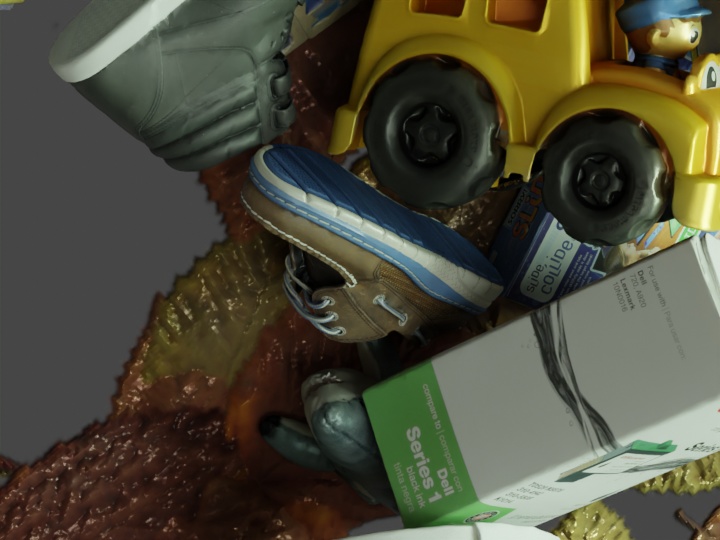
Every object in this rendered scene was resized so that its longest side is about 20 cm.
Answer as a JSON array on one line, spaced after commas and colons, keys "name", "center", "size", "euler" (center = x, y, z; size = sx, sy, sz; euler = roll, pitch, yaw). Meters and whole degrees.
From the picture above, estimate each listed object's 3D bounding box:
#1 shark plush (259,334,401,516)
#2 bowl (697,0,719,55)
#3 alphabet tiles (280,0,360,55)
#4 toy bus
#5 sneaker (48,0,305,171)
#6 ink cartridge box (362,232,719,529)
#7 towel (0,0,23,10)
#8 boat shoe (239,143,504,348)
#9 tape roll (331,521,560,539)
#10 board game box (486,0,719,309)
[{"name": "shark plush", "center": [0.022, 0.124, 0.963], "size": [0.091, 0.083, 0.201], "euler": [-35, 121, -8]}, {"name": "bowl", "center": [0.219, -0.175, 0.856], "size": [0.074, 0.200, 0.202], "euler": [-2, 91, -6]}, {"name": "alphabet tiles", "center": [-0.060, -0.202, 0.836], "size": [0.166, 0.006, 0.201], "euler": [-37, 121, -6]}, {"name": "toy bus", "center": [0.101, -0.120, 0.833], "size": [0.136, 0.198, 0.194], "euler": [-15, 118, -67]}, {"name": "sneaker", "center": [-0.045, -0.128, 0.833], "size": [0.199, 0.071, 0.099], "euler": [-37, 123, 2]}, {"name": "ink cartridge box", "center": [0.125, 0.067, 0.906], "size": [0.199, 0.085, 0.146], "euler": [-26, 161, 24]}, {"name": "towel", "center": [-0.244, -0.183, 0.751], "size": [0.198, 0.023, 0.145], "euler": [-3, 113, -24]}, {"name": "boat shoe", "center": [0.000, 0.000, 0.887], "size": [0.073, 0.072, 0.199], "euler": [-49, 139, 12]}, {"name": "tape roll", "center": [0.018, 0.196, 0.928], "size": [0.200, 0.202, 0.072], "euler": [4, 65, -26]}, {"name": "board game box", "center": [0.168, -0.058, 0.983], "size": [0.135, 0.034, 0.201], "euler": [22, 100, -30]}]
